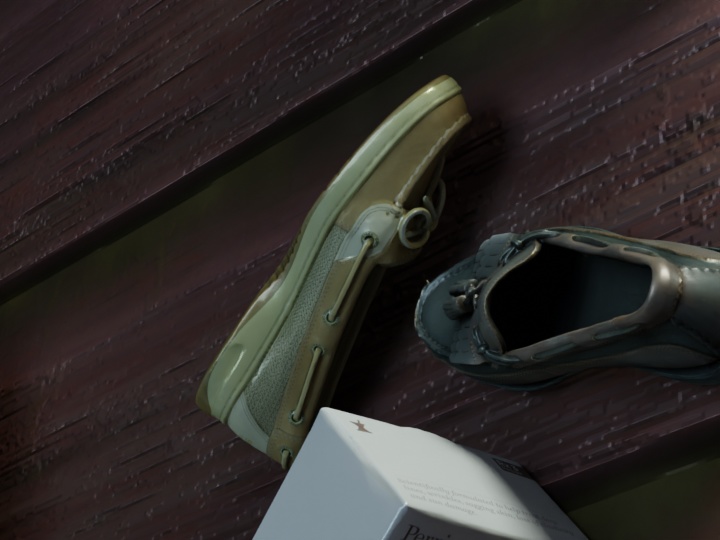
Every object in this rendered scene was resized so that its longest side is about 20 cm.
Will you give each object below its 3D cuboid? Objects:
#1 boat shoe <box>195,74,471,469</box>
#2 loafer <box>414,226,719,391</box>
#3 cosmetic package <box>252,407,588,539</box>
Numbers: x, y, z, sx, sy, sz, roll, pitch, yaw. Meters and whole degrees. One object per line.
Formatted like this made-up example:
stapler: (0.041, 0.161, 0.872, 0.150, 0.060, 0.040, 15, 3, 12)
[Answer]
boat shoe: (-0.001, 0.001, 1.134, 0.201, 0.063, 0.073, -55, -6, 17)
loafer: (0.081, 0.010, 1.009, 0.199, 0.063, 0.072, -2, 73, 53)
cosmetic package: (-0.002, 0.168, 1.015, 0.201, 0.112, 0.081, -62, 36, 17)
